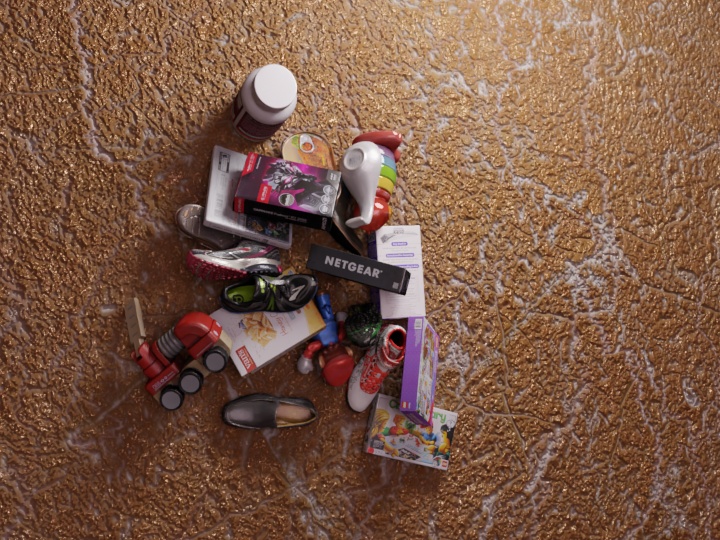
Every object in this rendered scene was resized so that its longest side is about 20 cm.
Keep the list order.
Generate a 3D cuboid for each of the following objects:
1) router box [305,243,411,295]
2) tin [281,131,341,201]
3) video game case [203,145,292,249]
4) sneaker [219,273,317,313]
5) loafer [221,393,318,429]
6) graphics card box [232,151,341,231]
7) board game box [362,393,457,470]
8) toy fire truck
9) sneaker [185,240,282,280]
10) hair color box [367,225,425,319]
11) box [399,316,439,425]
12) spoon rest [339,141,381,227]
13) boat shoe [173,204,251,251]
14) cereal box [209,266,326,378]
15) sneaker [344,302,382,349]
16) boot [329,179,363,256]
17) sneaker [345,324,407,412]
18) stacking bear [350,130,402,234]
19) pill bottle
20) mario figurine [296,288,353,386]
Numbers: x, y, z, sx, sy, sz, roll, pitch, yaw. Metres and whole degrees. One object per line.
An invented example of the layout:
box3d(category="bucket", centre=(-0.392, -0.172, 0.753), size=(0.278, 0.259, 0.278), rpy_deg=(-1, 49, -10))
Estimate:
box3d(category="router box", centre=(0.000, 0.000, 1.515), size=(0.197, 0.157, 0.053), rpy_deg=(15, 88, 9))
box3d(category="tin", centre=(-0.106, -0.204, 1.557), size=(0.110, 0.042, 0.203), rpy_deg=(-3, 60, -16))
box3d(category="video game case", centre=(-0.222, -0.149, 1.504), size=(0.179, 0.023, 0.202), rpy_deg=(16, 51, -22))
box3d(category="sneaker", centre=(-0.180, 0.045, 1.454), size=(0.196, 0.083, 0.072), rpy_deg=(-8, 75, -3))
box3d(category="loafer", centre=(-0.181, 0.287, 1.505), size=(0.197, 0.072, 0.074), rpy_deg=(-1, 86, -20))
box3d(category="graphics card box", centre=(-0.143, -0.156, 1.468), size=(0.197, 0.051, 0.127), rpy_deg=(13, 53, -3))
box3d(category="board game box", centre=(0.110, 0.354, 1.626), size=(0.197, 0.035, 0.128), rpy_deg=(16, 78, -18))
box3d(category="toy fire truck", centre=(-0.365, 0.132, 1.418), size=(0.175, 0.129, 0.200), rpy_deg=(-39, 105, 7))
box3d(category="sneaker", centre=(-0.249, -0.023, 1.452), size=(0.198, 0.080, 0.076), rpy_deg=(3, 70, -38))
box3d(category="hair color box", centre=(0.078, 0.004, 1.633), size=(0.107, 0.065, 0.204), rpy_deg=(-2, 87, -20))
box3d(category="box", centre=(0.127, 0.215, 1.577), size=(0.038, 0.137, 0.203), rpy_deg=(-1, 66, 21))
box3d(category="spoon rest", centre=(-0.001, -0.175, 1.519), size=(0.061, 0.098, 0.203), rpy_deg=(39, 46, -52))
box3d(category="boat shoe", centre=(-0.290, -0.076, 1.501), size=(0.199, 0.071, 0.077), rpy_deg=(33, 70, -34))
box3d(category="cereal box", centre=(-0.188, 0.105, 1.501), size=(0.198, 0.040, 0.145), rpy_deg=(-31, 78, -10))
box3d(category="sneaker", centre=(0.014, 0.126, 1.531), size=(0.077, 0.200, 0.087), rpy_deg=(-10, 99, 5))
box3d(category="boot", centre=(-0.039, -0.131, 1.595), size=(0.097, 0.075, 0.201), rpy_deg=(-42, 94, -18))
box3d(category="sneaker", centre=(0.035, 0.207, 1.573), size=(0.067, 0.108, 0.204), rpy_deg=(29, 76, -15))
box3d(category="stacking bear", centre=(0.028, -0.181, 1.587), size=(0.112, 0.122, 0.203), rpy_deg=(4, 70, 1))
box3d(category="pill bottle", centre=(-0.193, -0.339, 1.493), size=(0.111, 0.200, 0.115), rpy_deg=(2, 84, -20))
box3d(category="mario figurine", centre=(-0.080, 0.149, 1.569), size=(0.122, 0.106, 0.203), rpy_deg=(-22, 80, 15))
